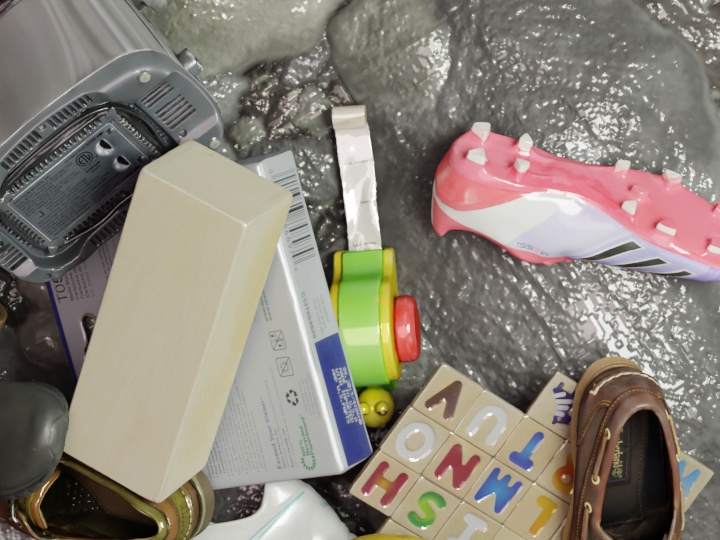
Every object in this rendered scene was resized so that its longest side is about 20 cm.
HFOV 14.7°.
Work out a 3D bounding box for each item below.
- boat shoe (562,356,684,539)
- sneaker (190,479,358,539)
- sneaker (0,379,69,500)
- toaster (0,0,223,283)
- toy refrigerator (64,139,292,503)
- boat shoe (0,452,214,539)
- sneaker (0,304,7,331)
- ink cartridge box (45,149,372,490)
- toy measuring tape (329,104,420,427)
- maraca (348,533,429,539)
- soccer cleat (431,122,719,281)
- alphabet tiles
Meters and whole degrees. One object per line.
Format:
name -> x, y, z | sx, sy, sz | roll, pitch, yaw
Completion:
boat shoe -> 0.163, 0.156, 1.716 | 0.070, 0.070, 0.201 | -13, 115, -13
sneaker -> -0.096, 0.207, 1.778 | 0.200, 0.070, 0.080 | -38, 87, 2
sneaker -> -0.263, 0.094, 1.720 | 0.199, 0.091, 0.077 | 1, 78, 39
toaster -> -0.188, -0.088, 1.699 | 0.200, 0.129, 0.114 | -39, 137, 9
toy refrigerator -> -0.110, 0.030, 1.676 | 0.076, 0.070, 0.201 | 27, 118, 16
boat shoe -> -0.193, 0.132, 1.751 | 0.199, 0.068, 0.072 | 6, 103, 23
sneaker -> -0.328, 0.023, 1.777 | 0.199, 0.067, 0.090 | 25, 107, 2
ink cartridge box -> -0.101, 0.038, 1.746 | 0.199, 0.041, 0.201 | -10, 98, 37
toy measuring tape -> 0.000, 0.000, 1.734 | 0.073, 0.074, 0.202 | -4, 98, 6
maraca -> 0.027, 0.223, 1.695 | 0.137, 0.200, 0.107 | -36, 54, 17
soccer cleat -> 0.140, -0.029, 1.727 | 0.199, 0.067, 0.077 | 18, 130, -2
alphabet tiles -> 0.098, 0.144, 1.736 | 0.199, 0.008, 0.168 | 32, 101, -23
